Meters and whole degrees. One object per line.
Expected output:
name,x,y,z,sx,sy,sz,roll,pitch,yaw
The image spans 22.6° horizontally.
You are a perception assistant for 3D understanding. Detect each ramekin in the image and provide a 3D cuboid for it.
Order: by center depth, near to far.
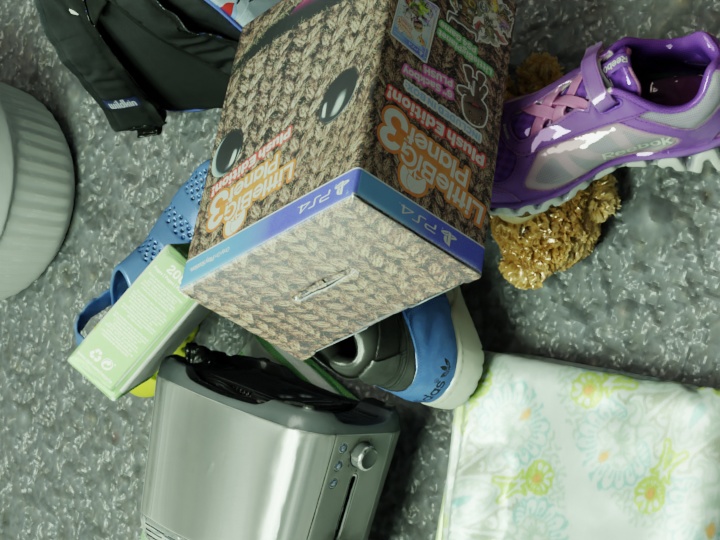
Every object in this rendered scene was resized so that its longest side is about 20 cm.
ramekin,-0.323,-0.066,1.462,0.200,0.105,0.201,-5,82,38

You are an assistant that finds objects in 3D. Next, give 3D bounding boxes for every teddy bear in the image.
teddy bear,0.076,-0.084,1.155,0.144,0.067,0.201,-18,64,-1

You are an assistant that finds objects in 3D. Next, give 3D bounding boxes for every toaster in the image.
toaster,-0.072,0.133,1.206,0.200,0.113,0.130,16,98,40

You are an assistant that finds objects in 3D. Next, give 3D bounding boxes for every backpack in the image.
backpack,-0.128,-0.199,1.270,0.199,0.190,0.155,-6,65,37

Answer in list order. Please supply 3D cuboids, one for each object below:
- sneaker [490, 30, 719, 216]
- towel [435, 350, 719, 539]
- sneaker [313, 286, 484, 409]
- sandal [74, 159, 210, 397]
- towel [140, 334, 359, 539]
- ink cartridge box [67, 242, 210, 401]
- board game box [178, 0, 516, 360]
sneaker,0.137,-0.095,1.063,0.199,0.089,0.081,-13,62,8
towel,0.136,0.144,1.111,0.199,0.048,0.172,9,91,38
sneaker,0.001,-0.001,1.171,0.077,0.111,0.200,-48,42,32
sandal,-0.145,0.006,1.325,0.079,0.087,0.201,40,107,37
towel,-0.071,0.156,1.291,0.152,0.023,0.201,40,110,35
ink cartridge box,-0.104,-0.003,1.223,0.048,0.146,0.200,41,93,1
board game box,-0.005,-0.074,1.058,0.159,0.097,0.201,-27,43,43
